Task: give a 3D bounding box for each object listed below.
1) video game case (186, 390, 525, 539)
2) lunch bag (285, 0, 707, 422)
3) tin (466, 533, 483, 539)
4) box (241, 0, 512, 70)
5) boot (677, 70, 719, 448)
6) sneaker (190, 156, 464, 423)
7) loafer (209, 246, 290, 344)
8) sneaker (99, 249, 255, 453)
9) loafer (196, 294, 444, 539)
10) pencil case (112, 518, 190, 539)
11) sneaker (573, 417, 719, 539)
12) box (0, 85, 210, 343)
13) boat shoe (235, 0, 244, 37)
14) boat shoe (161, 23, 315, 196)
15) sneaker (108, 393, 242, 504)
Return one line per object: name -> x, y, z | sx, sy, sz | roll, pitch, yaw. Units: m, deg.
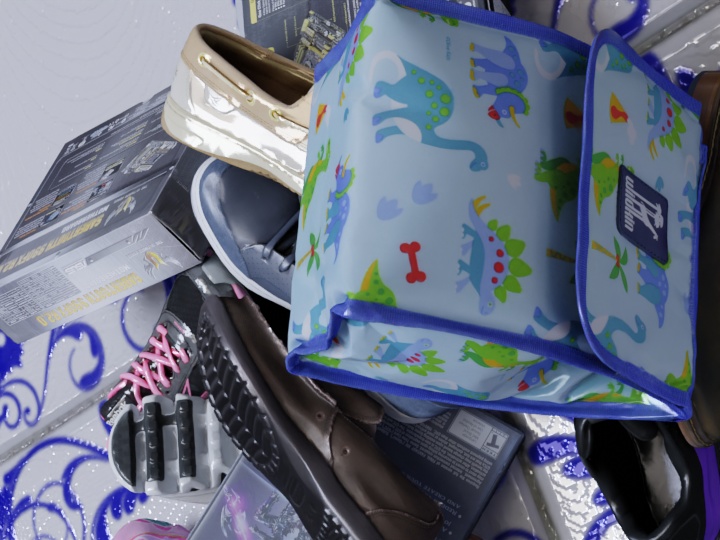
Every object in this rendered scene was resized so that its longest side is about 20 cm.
video game case -> -0.012, 0.146, 0.981 | 0.142, 0.019, 0.201 | 29, 74, 12
lunch bag -> 0.076, -0.025, 0.808 | 0.127, 0.198, 0.172 | 139, 140, -63
tin -> 0.003, 0.200, 0.994 | 0.198, 0.042, 0.113 | 7, 63, 11
box -> 0.006, -0.177, 0.991 | 0.160, 0.049, 0.202 | -17, 63, 21
boot -> 0.212, -0.008, 0.860 | 0.096, 0.074, 0.203 | 0, 82, 36
sneaker -> 0.001, -0.001, 0.913 | 0.202, 0.077, 0.146 | 43, 162, -9
loafer -> -0.070, -0.001, 1.093 | 0.200, 0.063, 0.072 | 43, 117, 29
sneaker -> -0.120, 0.070, 1.071 | 0.079, 0.095, 0.201 | 51, 146, 26
loafer -> -0.024, 0.094, 0.963 | 0.201, 0.071, 0.073 | 55, 152, 11
pencil case -> -0.079, 0.221, 1.092 | 0.198, 0.087, 0.089 | 9, 95, 37
sneaker -> 0.146, 0.059, 0.900 | 0.069, 0.099, 0.202 | -25, 75, 33
box -> -0.153, -0.048, 1.100 | 0.199, 0.048, 0.159 | -22, 34, 40
boat shoe -> -0.028, -0.109, 1.054 | 0.065, 0.073, 0.202 | -26, 76, 39
boat shoe -> -0.017, -0.081, 0.904 | 0.198, 0.074, 0.070 | 20, 116, 15
sneaker -> -0.055, 0.115, 1.047 | 0.197, 0.081, 0.076 | 2, 67, -1
